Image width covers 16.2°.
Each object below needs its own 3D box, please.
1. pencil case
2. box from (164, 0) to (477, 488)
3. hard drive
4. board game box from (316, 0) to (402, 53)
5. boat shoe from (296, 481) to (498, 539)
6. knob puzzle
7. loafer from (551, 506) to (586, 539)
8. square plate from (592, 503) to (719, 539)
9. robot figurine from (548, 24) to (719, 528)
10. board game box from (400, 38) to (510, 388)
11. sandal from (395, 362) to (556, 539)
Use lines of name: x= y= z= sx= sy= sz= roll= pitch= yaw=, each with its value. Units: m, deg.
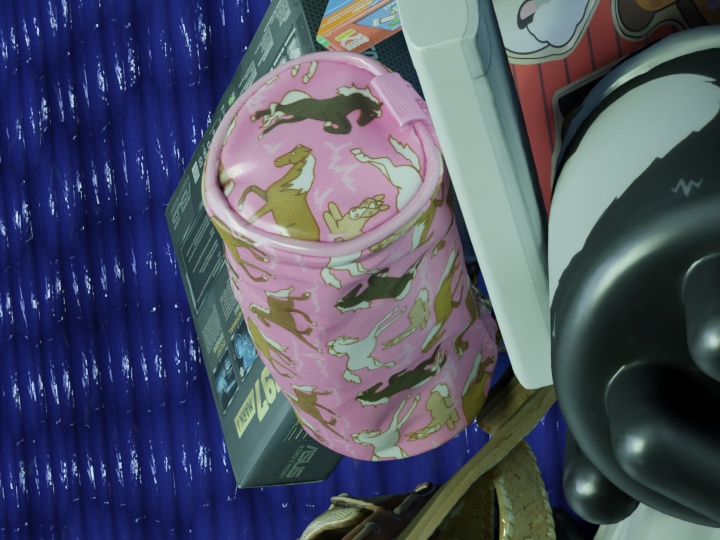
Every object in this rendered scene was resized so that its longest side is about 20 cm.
pencil case: x=0.000 y=0.000 z=0.935 sx=0.200 sy=0.083 sz=0.087 roll=70 pitch=-139 yaw=-63
box: x=-0.024 y=-0.016 z=1.148 sx=0.200 sy=0.051 sz=0.158 roll=121 pitch=139 yaw=-51
hard drive: x=0.037 y=-0.066 z=0.861 sx=0.200 sy=0.027 sz=0.132 roll=69 pitch=-171 yaw=-55
board game box: x=0.059 y=-0.157 z=0.981 sx=0.200 sy=0.019 sz=0.103 roll=-24 pitch=39 yaw=51
boat shoe: x=0.010 y=0.123 z=1.090 sx=0.076 sy=0.072 sz=0.200 roll=-57 pitch=-1 yaw=10
knob puzzle: x=0.094 y=-0.080 z=0.951 sx=0.219 sy=0.030 sz=0.220 roll=-6 pitch=82 yaw=52
loafer: x=0.052 y=0.188 z=1.090 sx=0.073 sy=0.072 sz=0.200 roll=-123 pitch=38 yaw=-49
square plate: x=0.095 y=0.123 z=0.907 sx=0.198 sy=0.028 sz=0.200 roll=-65 pitch=-4 yaw=-46
robot figurine: x=0.118 y=0.001 z=0.801 sx=0.200 sy=0.150 sz=0.125 roll=-82 pitch=-29 yaw=-60
board game box: x=0.043 y=-0.030 z=1.115 sx=0.200 sy=0.045 sz=0.135 roll=128 pitch=134 yaw=-56
sandal: x=0.058 y=0.100 z=0.988 sx=0.070 sy=0.212 sz=0.078 roll=38 pitch=145 yaw=0
